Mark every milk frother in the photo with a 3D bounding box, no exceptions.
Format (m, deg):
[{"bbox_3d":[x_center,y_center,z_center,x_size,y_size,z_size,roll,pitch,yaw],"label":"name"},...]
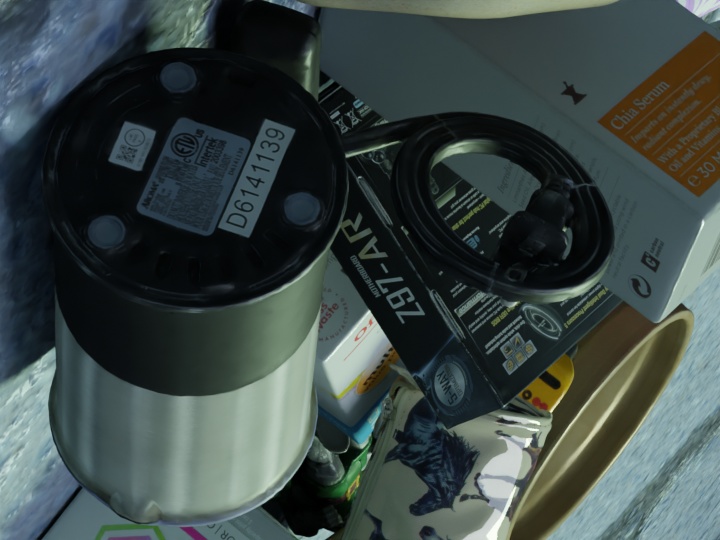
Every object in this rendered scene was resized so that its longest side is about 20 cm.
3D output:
[{"bbox_3d":[-0.018,0.013,1.174,0.181,0.199,0.188,-49,164,-26],"label":"milk frother"}]

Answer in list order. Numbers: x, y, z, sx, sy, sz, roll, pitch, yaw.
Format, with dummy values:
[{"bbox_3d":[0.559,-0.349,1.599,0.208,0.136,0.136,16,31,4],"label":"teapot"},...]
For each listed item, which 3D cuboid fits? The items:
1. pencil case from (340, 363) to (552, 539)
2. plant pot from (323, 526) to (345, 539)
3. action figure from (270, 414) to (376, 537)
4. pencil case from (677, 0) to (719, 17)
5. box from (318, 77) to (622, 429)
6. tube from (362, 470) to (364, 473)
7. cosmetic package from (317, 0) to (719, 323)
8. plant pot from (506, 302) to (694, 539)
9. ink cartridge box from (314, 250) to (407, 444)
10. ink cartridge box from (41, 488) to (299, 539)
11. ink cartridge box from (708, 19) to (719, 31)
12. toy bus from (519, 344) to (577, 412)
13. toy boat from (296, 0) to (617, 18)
[{"bbox_3d":[0.019,0.145,1.451,0.078,0.089,0.201,-120,-128,-77],"label":"pencil case"},{"bbox_3d":[-0.058,0.202,1.669,0.200,0.028,0.200,-38,173,-5],"label":"plant pot"},{"bbox_3d":[-0.014,0.107,1.636,0.118,0.055,0.200,-50,168,-19],"label":"action figure"},{"bbox_3d":[0.170,-0.160,1.519,0.200,0.083,0.086,-31,117,-49],"label":"pencil case"},{"bbox_3d":[0.069,-0.047,1.351,0.200,0.161,0.043,-40,-171,-39],"label":"box"},{"bbox_3d":[0.067,0.059,1.773,0.201,0.052,0.058,-59,-156,9],"label":"tube"},{"bbox_3d":[0.087,-0.081,1.258,0.101,0.200,0.071,-40,159,-37],"label":"cosmetic package"},{"bbox_3d":[0.119,0.080,1.865,0.201,0.093,0.201,-47,163,-18],"label":"plant pot"},{"bbox_3d":[0.000,0.000,1.420,0.115,0.068,0.200,-51,164,-9],"label":"ink cartridge box"},{"bbox_3d":[-0.122,0.182,1.398,0.200,0.104,0.059,-51,163,-5],"label":"ink cartridge box"},{"bbox_3d":[0.179,-0.078,1.668,0.116,0.067,0.200,-47,-169,-17],"label":"ink cartridge box"},{"bbox_3d":[0.066,0.051,1.596,0.078,0.065,0.200,-54,-174,0],"label":"toy bus"},{"bbox_3d":[0.045,-0.171,1.149,0.200,0.130,0.132,-16,111,-62],"label":"toy boat"}]
